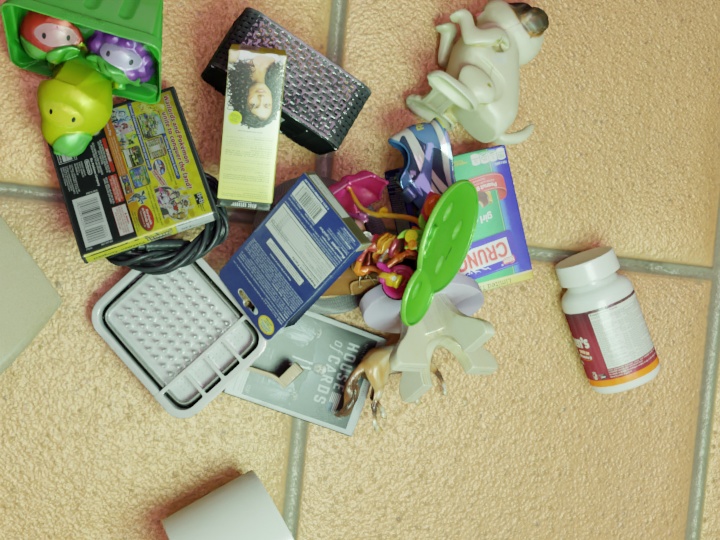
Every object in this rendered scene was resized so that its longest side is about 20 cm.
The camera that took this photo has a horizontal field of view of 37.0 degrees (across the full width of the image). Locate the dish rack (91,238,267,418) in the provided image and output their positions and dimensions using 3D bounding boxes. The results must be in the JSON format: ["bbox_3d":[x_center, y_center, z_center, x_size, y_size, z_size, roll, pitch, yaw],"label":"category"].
[{"bbox_3d":[-0.239,0.076,1.440,0.172,0.044,0.200,-42,89,0],"label":"dish rack"}]

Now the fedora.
[{"bbox_3d":[-0.066,-0.039,1.487,0.200,0.090,0.177,30,85,-22],"label":"fedora"}]

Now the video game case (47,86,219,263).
[{"bbox_3d":[-0.298,-0.126,1.397,0.180,0.026,0.201,-19,69,-7],"label":"video game case"}]

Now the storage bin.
[{"bbox_3d":[-0.102,-0.249,1.446,0.200,0.135,0.094,33,82,-14],"label":"storage bin"}]

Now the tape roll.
[{"bbox_3d":[-0.156,0.385,1.419,0.139,0.203,0.203,-28,99,-14],"label":"tape roll"}]

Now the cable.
[{"bbox_3d":[-0.270,-0.073,1.410,0.199,0.051,0.164,20,65,3],"label":"cable"}]

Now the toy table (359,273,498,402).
[{"bbox_3d":[0.101,0.083,1.447,0.199,0.184,0.117,-2,57,-30],"label":"toy table"}]

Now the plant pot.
[{"bbox_3d":[-0.487,0.037,1.326,0.177,0.200,0.200,-39,102,-23],"label":"plant pot"}]

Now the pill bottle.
[{"bbox_3d":[0.365,0.073,1.605,0.109,0.110,0.201,-23,98,-14],"label":"pill bottle"}]

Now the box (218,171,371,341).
[{"bbox_3d":[-0.088,-0.015,1.373,0.200,0.032,0.121,-45,75,27],"label":"box"}]

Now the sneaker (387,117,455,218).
[{"bbox_3d":[0.089,-0.104,1.466,0.082,0.074,0.201,-10,87,-10],"label":"sneaker"}]

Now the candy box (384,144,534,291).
[{"bbox_3d":[0.142,-0.064,1.553,0.169,0.077,0.201,-15,96,-14],"label":"candy box"}]

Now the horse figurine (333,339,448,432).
[{"bbox_3d":[0.049,0.144,1.529,0.200,0.050,0.133,-22,107,-30],"label":"horse figurine"}]

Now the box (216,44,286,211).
[{"bbox_3d":[-0.138,-0.178,1.357,0.075,0.050,0.201,4,110,-5],"label":"box"}]

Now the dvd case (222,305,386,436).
[{"bbox_3d":[-0.078,0.133,1.525,0.199,0.025,0.151,21,87,-15],"label":"dvd case"}]

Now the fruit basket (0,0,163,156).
[{"bbox_3d":[-0.353,-0.255,1.357,0.215,0.156,0.216,4,65,-10],"label":"fruit basket"}]

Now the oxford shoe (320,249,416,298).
[{"bbox_3d":[0.000,0.000,1.431,0.199,0.071,0.072,-8,101,-19],"label":"oxford shoe"}]

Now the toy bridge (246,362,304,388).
[{"bbox_3d":[-0.169,0.088,1.474,0.067,0.027,0.200,-44,89,-1],"label":"toy bridge"}]

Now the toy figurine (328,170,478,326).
[{"bbox_3d":[0.027,-0.048,1.384,0.184,0.150,0.200,20,75,26],"label":"toy figurine"}]

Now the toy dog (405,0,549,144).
[{"bbox_3d":[0.189,-0.296,1.523,0.193,0.140,0.200,29,74,1],"label":"toy dog"}]
